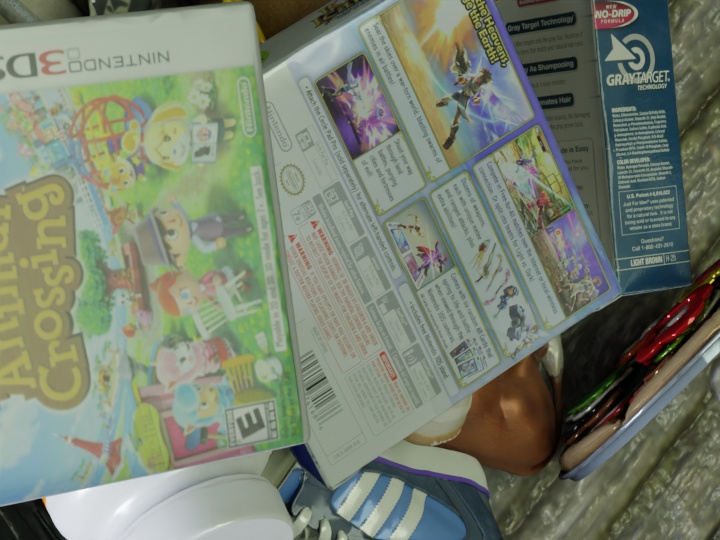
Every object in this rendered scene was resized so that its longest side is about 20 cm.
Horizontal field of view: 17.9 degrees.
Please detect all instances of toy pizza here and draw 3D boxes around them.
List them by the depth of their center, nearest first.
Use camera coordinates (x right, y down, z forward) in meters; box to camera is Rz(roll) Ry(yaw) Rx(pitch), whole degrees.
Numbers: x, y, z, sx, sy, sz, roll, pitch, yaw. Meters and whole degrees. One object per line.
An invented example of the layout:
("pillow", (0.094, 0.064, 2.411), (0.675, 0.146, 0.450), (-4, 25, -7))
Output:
("toy pizza", (0.178, 0.042, 1.312), (0.032, 0.200, 0.200), (44, 65, 3))

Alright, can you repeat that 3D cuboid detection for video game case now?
("video game case", (-0.116, -0.008, 0.983), (0.182, 0.022, 0.201), (-9, 95, -29))
("video game case", (0.010, -0.027, 1.098), (0.181, 0.045, 0.200), (-32, 113, -14))

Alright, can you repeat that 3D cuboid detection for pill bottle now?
("pill bottle", (-0.112, 0.059, 1.088), (0.113, 0.113, 0.200), (-12, 58, -32))

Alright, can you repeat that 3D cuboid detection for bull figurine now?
("bull figurine", (0.031, 0.053, 1.284), (0.200, 0.065, 0.122), (18, 78, -31))

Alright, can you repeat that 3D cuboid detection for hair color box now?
("hair color box", (0.132, -0.086, 1.330), (0.060, 0.100, 0.201), (-7, 93, -33))

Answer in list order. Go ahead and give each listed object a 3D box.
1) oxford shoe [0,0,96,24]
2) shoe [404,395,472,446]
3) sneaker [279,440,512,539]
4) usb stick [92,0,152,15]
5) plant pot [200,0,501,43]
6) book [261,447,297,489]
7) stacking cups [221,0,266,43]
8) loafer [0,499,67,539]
("oxford shoe", (-0.208, -0.160, 1.127), (0.200, 0.058, 0.075), (36, 76, -12))
("shoe", (0.000, 0.000, 1.217), (0.070, 0.053, 0.200), (-26, 67, -25))
("sneaker", (0.000, 0.165, 1.214), (0.200, 0.081, 0.147), (11, 58, -35))
("usb stick", (-0.132, -0.154, 1.202), (0.055, 0.033, 0.201), (20, 78, -30))
("plant pot", (-0.023, -0.214, 1.184), (0.186, 0.186, 0.200), (-30, 104, -29))
("book", (-0.067, 0.028, 1.169), (0.200, 0.133, 0.048), (-54, 160, -6))
("stacking cups", (-0.137, -0.066, 1.121), (0.200, 0.061, 0.061), (-26, 107, 9))
("loafer", (-0.172, 0.110, 1.139), (0.070, 0.068, 0.201), (-26, 95, -11))
